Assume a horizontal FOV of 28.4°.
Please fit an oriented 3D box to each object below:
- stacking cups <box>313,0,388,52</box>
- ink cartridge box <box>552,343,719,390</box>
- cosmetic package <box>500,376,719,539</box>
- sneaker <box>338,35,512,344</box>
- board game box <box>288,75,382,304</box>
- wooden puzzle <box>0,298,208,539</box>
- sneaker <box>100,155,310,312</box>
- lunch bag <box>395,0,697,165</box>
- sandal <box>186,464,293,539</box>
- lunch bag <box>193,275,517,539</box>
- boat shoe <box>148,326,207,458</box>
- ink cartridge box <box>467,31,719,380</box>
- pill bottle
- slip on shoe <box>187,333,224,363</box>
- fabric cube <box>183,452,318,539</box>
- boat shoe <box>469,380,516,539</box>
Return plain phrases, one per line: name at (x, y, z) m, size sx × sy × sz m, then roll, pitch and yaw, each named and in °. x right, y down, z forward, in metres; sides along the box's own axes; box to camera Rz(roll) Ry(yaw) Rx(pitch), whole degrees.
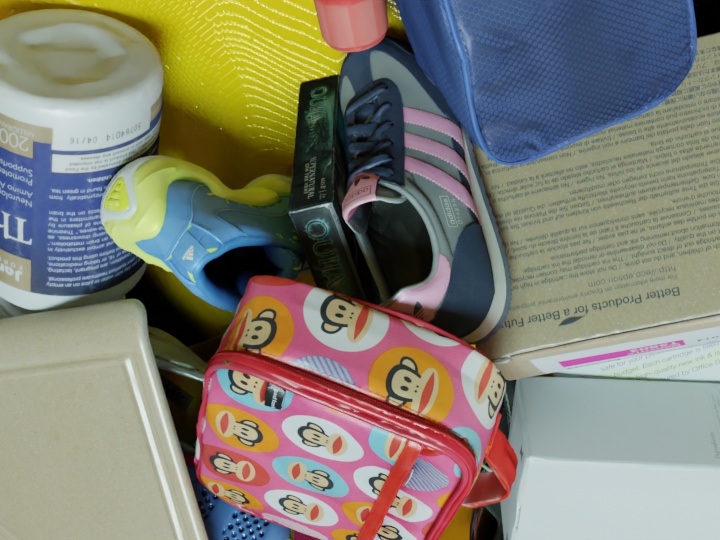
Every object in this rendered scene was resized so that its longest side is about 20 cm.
stacking cups at (-0.020, -0.214, 0.768) m, size 0.060 × 0.061 × 0.201 m, roll -5°, pitch 133°, yaw 5°
ink cartridge box at (0.202, 0.042, 0.940) m, size 0.144 × 0.084 × 0.200 m, roll -18°, pitch 126°, yaw 15°
cosmetic package at (0.193, 0.135, 0.910) m, size 0.199 × 0.081 × 0.113 m, roll 5°, pitch 129°, yaw -1°
sneaker at (0.019, -0.055, 0.794) m, size 0.082 × 0.201 × 0.070 m, roll 8°, pitch 141°, yaw -46°
board game box at (0.000, 0.000, 0.880) m, size 0.028 × 0.136 × 0.201 m, roll -12°, pitch 128°, yaw 10°
wooden puzzle at (-0.179, 0.124, 0.864) m, size 0.184 × 0.037 × 0.201 m, roll -9°, pitch 98°, yaw 27°
sneaker at (-0.061, -0.006, 0.846) m, size 0.200 × 0.105 × 0.076 m, roll 7°, pitch 120°, yaw -53°
lunch bag at (0.080, -0.176, 0.738) m, size 0.135 × 0.133 × 0.201 m, roll -22°, pitch 130°, yaw -7°
sandal at (-0.134, 0.145, 0.899) m, size 0.199 × 0.080 × 0.087 m, roll 13°, pitch 148°, yaw 27°
lunch bag at (0.000, 0.091, 0.791) m, size 0.175 × 0.082 × 0.200 m, roll 20°, pitch 151°, yaw 2°
boat shoe at (-0.084, 0.105, 0.929) m, size 0.199 × 0.070 × 0.071 m, roll 34°, pitch 100°, yaw -2°
ink cartridge box at (0.158, -0.036, 0.818) m, size 0.199 × 0.166 × 0.075 m, roll -11°, pitch 164°, yaw 15°
pill bottle at (-0.180, -0.046, 0.863) m, size 0.110 × 0.111 × 0.201 m, roll 8°, pitch 128°, yaw -5°
slip on shoe at (-0.092, 0.084, 1.000) m, size 0.199 × 0.076 × 0.061 m, roll -15°, pitch 167°, yaw 3°
fabric cube at (-0.067, 0.247, 1.036) m, size 0.199 × 0.200 × 0.197 m, roll 6°, pitch 130°, yaw -3°
boat shoe at (0.106, 0.148, 1.034) m, size 0.067 × 0.072 × 0.201 m, roll -5°, pitch 130°, yaw 0°
